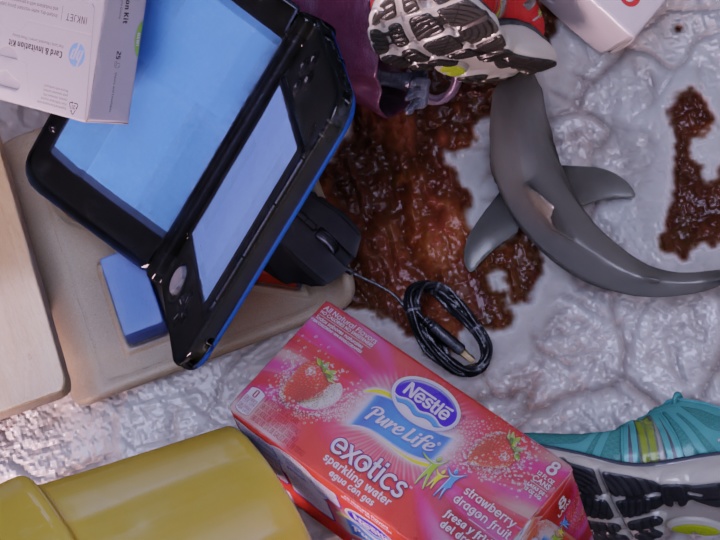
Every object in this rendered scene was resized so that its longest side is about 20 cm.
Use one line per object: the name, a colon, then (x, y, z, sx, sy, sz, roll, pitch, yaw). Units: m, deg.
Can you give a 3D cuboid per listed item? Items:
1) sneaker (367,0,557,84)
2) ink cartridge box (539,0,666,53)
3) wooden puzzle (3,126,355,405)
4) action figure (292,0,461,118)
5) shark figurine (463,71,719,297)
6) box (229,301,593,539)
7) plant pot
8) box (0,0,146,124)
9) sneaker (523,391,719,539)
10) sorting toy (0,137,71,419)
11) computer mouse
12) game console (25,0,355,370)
sneaker: (0.054, -0.165, 1.397, 0.077, 0.200, 0.086, -14, 79, 21)
ink cartridge box: (0.172, -0.259, 1.464, 0.145, 0.084, 0.200, 41, 86, -4)
wooden puzzle: (-0.123, -0.032, 1.496, 0.199, 0.046, 0.186, -21, 76, 4)
action figure: (-0.046, -0.172, 1.474, 0.199, 0.149, 0.135, 16, 110, 29)
shark figurine: (0.143, -0.028, 1.437, 0.214, 0.090, 0.128, 35, 86, 16)
box: (0.031, 0.121, 1.381, 0.200, 0.100, 0.096, 33, 71, 29)
plant pot: (-0.128, 0.192, 1.383, 0.188, 0.201, 0.201, -29, 75, -16)
box: (-0.190, -0.201, 1.422, 0.155, 0.041, 0.201, 16, 100, 40)
sneaker: (0.183, 0.117, 1.416, 0.198, 0.078, 0.080, 0, 49, 13)
sorting toy: (-0.298, 0.021, 1.499, 0.198, 0.070, 0.201, -19, 75, 4)
computer mouse: (0.000, 0.000, 1.455, 0.199, 0.034, 0.059, 32, 66, -1)
game console: (-0.107, -0.075, 1.385, 0.118, 0.171, 0.201, 23, 113, -21)
